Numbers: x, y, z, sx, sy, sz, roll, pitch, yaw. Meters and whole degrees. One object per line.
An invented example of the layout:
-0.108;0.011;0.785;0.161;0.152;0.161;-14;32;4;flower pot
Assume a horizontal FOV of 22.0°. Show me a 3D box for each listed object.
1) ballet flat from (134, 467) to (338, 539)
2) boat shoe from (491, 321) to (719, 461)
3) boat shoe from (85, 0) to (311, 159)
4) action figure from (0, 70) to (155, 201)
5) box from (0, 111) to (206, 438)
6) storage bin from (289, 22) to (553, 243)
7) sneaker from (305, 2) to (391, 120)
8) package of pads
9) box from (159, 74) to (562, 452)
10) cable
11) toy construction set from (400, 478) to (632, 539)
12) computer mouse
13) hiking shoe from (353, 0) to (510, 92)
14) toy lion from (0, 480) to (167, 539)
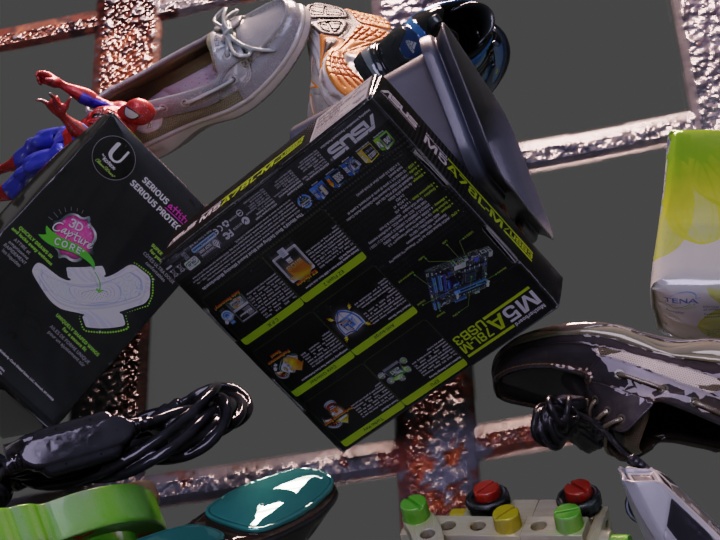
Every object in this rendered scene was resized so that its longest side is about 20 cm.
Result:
-0.093;0.190;1.231;0.068;0.069;0.200;19;24;38;ballet flat
0.181;0.084;1.239;0.199;0.075;0.074;1;53;19;boat shoe
-0.128;-0.159;1.487;0.201;0.065;0.075;-28;43;24;boat shoe
-0.256;-0.114;1.469;0.199;0.099;0.065;-16;45;29;action figure
-0.222;0.007;1.351;0.200;0.124;0.148;-49;13;-21;box
0.045;-0.062;1.324;0.134;0.200;0.146;-24;70;12;storage bin
-0.017;-0.146;1.481;0.075;0.092;0.200;11;29;-9;sneaker
0.307;-0.023;1.289;0.199;0.068;0.155;1;52;18;package of pads
0.000;0.000;1.241;0.200;0.193;0.048;-37;19;25;box
-0.169;0.124;1.280;0.199;0.163;0.051;-17;84;-16;cable
0.096;0.195;1.167;0.199;0.092;0.131;11;32;15;toy construction set
0.185;0.155;1.156;0.200;0.110;0.044;44;96;12;computer mouse
0.079;-0.166;1.407;0.087;0.200;0.075;-35;86;30;hiking shoe
-0.229;0.188;1.201;0.199;0.192;0.069;-23;71;-2;toy lion
